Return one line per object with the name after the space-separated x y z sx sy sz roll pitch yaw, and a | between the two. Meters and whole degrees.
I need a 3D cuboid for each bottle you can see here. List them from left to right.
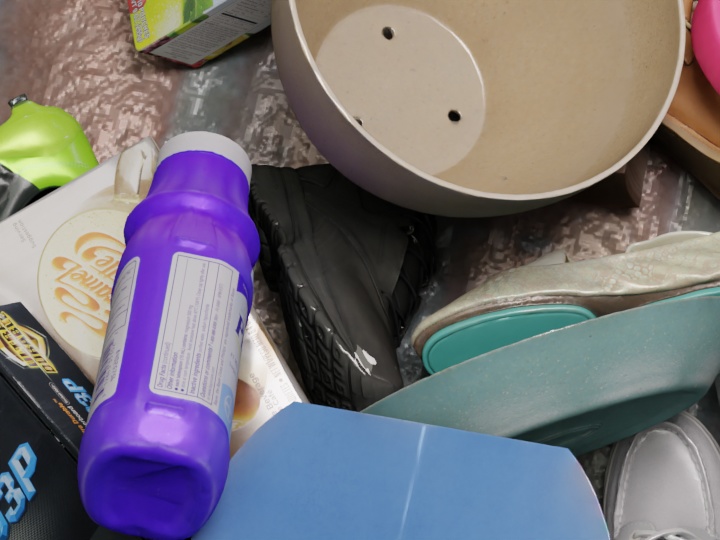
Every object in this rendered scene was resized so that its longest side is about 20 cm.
-0.083 0.023 1.095 0.065 0.084 0.200 11 48 -5 | bottle

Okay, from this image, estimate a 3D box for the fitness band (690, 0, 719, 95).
0.258 -0.105 1.181 0.200 0.037 0.144 -1 58 -22 | fitness band

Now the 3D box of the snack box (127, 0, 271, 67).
-0.072 -0.229 1.283 0.142 0.053 0.200 -26 66 34 | snack box

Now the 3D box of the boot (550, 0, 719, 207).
0.198 -0.104 1.221 0.200 0.074 0.155 10 69 10 | boot

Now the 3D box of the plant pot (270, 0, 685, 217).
0.039 -0.110 1.171 0.200 0.134 0.201 6 72 -18 | plant pot

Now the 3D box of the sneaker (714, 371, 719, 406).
0.236 0.115 1.141 0.099 0.071 0.200 -11 72 2 | sneaker

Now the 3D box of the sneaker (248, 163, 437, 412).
0.000 0.000 1.183 0.091 0.076 0.200 -12 38 -7 | sneaker

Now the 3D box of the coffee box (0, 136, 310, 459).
-0.099 0.051 1.194 0.114 0.080 0.200 -30 79 -4 | coffee box

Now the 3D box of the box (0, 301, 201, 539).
-0.172 0.140 1.155 0.159 0.046 0.200 47 122 19 | box

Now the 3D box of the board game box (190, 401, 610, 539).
0.019 0.147 1.048 0.200 0.039 0.158 8 80 24 | board game box

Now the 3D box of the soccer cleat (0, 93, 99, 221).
-0.226 -0.013 1.265 0.200 0.068 0.081 -33 83 -3 | soccer cleat

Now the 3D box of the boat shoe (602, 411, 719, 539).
0.147 0.156 1.141 0.072 0.069 0.200 2 69 11 | boat shoe

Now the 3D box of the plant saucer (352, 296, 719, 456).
0.087 0.064 1.115 0.200 0.200 0.036 -18 77 3 | plant saucer

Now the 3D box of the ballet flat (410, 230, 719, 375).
0.124 0.016 1.207 0.200 0.068 0.062 -7 43 3 | ballet flat
